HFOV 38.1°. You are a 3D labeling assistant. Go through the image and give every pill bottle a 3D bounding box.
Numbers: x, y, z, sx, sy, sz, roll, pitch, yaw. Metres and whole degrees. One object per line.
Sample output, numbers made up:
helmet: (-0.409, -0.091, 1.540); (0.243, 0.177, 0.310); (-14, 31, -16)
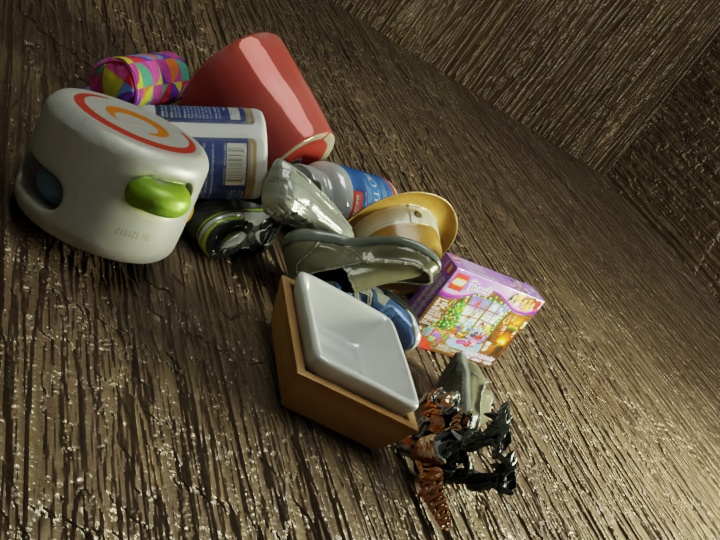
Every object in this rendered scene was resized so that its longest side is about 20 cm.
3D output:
pill bottle: (-0.037, -0.102, 1.561); (0.112, 0.113, 0.199); (48, 23, 29)
pill bottle: (-0.218, -0.143, 1.264); (0.197, 0.112, 0.111); (0, 32, -16)

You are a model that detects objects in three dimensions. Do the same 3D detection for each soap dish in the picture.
soap dish: (-0.025, 0.101, 1.174); (0.156, 0.082, 0.201); (29, 22, -23)

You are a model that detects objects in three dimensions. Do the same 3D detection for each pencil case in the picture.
pencil case: (-0.317, -0.269, 1.502); (0.088, 0.089, 0.200); (38, 21, 3)

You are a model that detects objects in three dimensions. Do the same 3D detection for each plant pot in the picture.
plant pot: (-0.144, -0.220, 1.552); (0.178, 0.200, 0.200); (52, 23, 13)

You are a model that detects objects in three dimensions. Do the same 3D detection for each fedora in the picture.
fedora: (0.055, -0.021, 1.452); (0.199, 0.200, 0.082); (17, 39, -44)

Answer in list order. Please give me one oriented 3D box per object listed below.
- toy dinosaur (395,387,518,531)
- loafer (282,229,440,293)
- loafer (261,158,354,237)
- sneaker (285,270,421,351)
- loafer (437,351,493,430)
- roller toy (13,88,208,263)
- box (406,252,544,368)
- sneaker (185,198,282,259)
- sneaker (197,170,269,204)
toy dinosaur: (0.104, 0.208, 1.156); (0.103, 0.134, 0.202); (71, 19, -52)
loafer: (0.000, 0.000, 1.281); (0.197, 0.075, 0.070); (5, 66, -4)
loafer: (-0.060, -0.079, 1.317); (0.069, 0.071, 0.200); (-1, -17, 22)
sneaker: (-0.014, 0.049, 1.341); (0.199, 0.076, 0.077); (30, 25, 7)
loafer: (0.140, 0.165, 1.324); (0.069, 0.076, 0.200); (31, 20, -5)
roller toy: (-0.266, -0.096, 1.112); (0.181, 0.141, 0.200); (25, 15, -7)
box: (0.155, 0.061, 1.490); (0.199, 0.137, 0.039); (19, 26, -41)
sneaker: (-0.160, -0.069, 1.342); (0.081, 0.074, 0.200); (40, 18, 17)
sneaker: (-0.198, -0.140, 1.421); (0.198, 0.076, 0.115); (-1, 49, -53)
